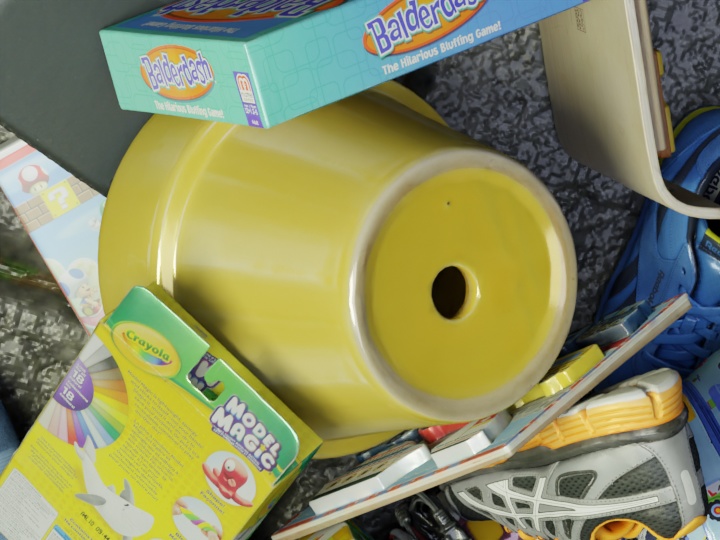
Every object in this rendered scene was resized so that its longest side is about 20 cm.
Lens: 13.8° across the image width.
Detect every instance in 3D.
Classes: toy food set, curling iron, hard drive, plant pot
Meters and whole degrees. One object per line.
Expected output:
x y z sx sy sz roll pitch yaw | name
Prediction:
0.138 -0.132 1.493 0.060 0.144 0.200 -14 106 -13 | toy food set
0.080 0.181 1.550 0.026 0.050 0.200 -41 122 0 | curling iron
-0.113 -0.148 1.469 0.200 0.033 0.140 -54 137 -1 | hard drive
0.000 0.000 1.455 0.201 0.189 0.201 -4 97 -30 | plant pot

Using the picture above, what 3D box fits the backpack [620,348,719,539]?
0.185 0.141 1.517 0.135 0.183 0.200 -15 139 -7 | backpack

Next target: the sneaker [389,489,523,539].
0.037 0.161 1.594 0.090 0.075 0.200 15 102 -15 | sneaker

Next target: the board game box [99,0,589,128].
-0.004 -0.125 1.438 0.200 0.152 0.045 -24 108 -27 | board game box

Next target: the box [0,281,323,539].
-0.100 0.093 1.442 0.117 0.048 0.200 44 137 6 | box

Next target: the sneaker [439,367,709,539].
0.102 0.106 1.467 0.078 0.200 0.077 -24 89 -26 | sneaker

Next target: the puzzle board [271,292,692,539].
0.056 0.072 1.484 0.151 0.200 0.017 -36 95 -39 | puzzle board

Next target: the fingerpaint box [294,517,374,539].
-0.058 0.215 1.482 0.200 0.167 0.073 -42 93 -2 | fingerpaint box

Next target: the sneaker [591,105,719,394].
0.171 0.012 1.570 0.066 0.078 0.200 13 104 -12 | sneaker

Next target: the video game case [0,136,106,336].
-0.086 -0.010 1.565 0.143 0.017 0.200 -29 106 2 | video game case

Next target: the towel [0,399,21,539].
-0.214 0.136 1.539 0.112 0.049 0.200 -26 80 -10 | towel
